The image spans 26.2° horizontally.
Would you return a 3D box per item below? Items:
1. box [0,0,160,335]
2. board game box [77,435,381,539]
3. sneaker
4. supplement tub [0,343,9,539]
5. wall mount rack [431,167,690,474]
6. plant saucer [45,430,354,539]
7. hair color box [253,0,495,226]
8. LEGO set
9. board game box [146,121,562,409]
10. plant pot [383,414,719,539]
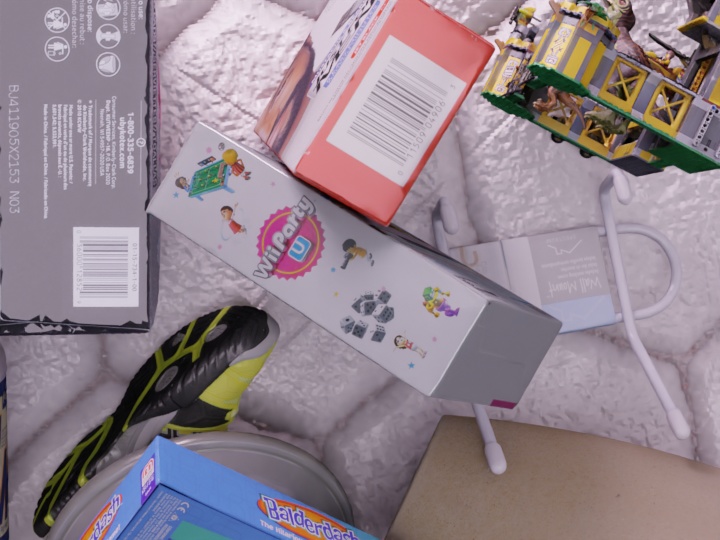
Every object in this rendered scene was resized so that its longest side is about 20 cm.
[{"bbox_3d":[-0.183,-0.071,0.898,0.132,0.115,0.201,0,100,-10],"label":"box"},{"bbox_3d":[-0.072,0.198,0.892,0.200,0.045,0.152,30,113,-23],"label":"board game box"},{"bbox_3d":[-0.116,0.104,0.965,0.076,0.075,0.200,40,102,-20],"label":"sneaker"},{"bbox_3d":[-0.278,0.138,0.902,0.144,0.145,0.201,0,100,-8],"label":"supplement tub"},{"bbox_3d":[0.119,0.032,0.963,0.199,0.075,0.175,-10,80,-7],"label":"wall mount rack"},{"bbox_3d":[-0.095,0.191,0.948,0.199,0.050,0.201,-8,124,-12],"label":"plant saucer"},{"bbox_3d":[0.000,-0.100,0.876,0.064,0.200,0.111,30,94,-13],"label":"hair color box"},{"bbox_3d":[0.162,-0.134,0.906,0.153,0.200,0.116,26,87,2],"label":"LEGO set"},{"bbox_3d":[0.000,0.000,0.877,0.200,0.147,0.064,33,95,23],"label":"board game box"},{"bbox_3d":[0.121,0.175,0.964,0.199,0.187,0.188,24,95,4],"label":"plant pot"}]
